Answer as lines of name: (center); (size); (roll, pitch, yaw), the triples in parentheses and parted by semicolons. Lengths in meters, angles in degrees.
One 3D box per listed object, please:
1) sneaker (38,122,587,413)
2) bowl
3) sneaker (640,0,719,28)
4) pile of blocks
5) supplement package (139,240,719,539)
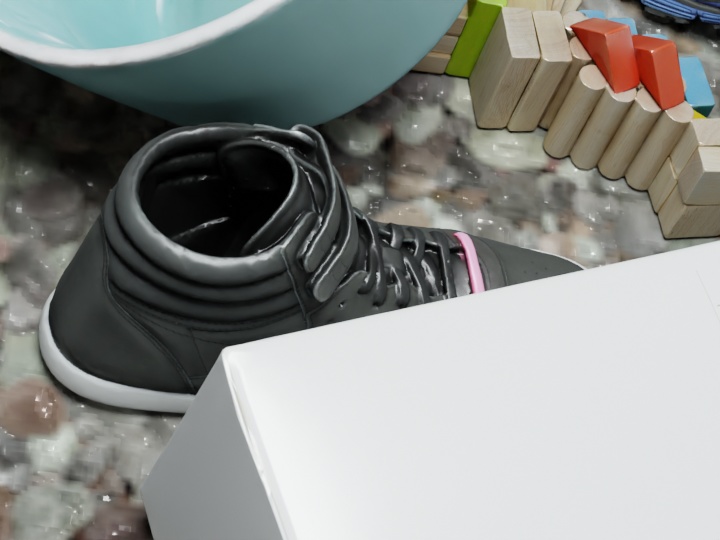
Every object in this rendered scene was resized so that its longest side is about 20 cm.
sneaker: (0.000, 0.000, 0.816); (0.200, 0.099, 0.071); (0, 57, -17)
bowl: (-0.034, -0.126, 0.843); (0.201, 0.105, 0.201); (-15, 54, 22)
sneaker: (0.106, -0.170, 0.963); (0.200, 0.078, 0.075); (41, 58, 11)
pile of blocks: (0.080, -0.086, 0.914); (0.200, 0.062, 0.082); (29, 56, 2)
supplement package: (0.052, 0.077, 0.764); (0.200, 0.121, 0.120); (-12, 70, -23)
